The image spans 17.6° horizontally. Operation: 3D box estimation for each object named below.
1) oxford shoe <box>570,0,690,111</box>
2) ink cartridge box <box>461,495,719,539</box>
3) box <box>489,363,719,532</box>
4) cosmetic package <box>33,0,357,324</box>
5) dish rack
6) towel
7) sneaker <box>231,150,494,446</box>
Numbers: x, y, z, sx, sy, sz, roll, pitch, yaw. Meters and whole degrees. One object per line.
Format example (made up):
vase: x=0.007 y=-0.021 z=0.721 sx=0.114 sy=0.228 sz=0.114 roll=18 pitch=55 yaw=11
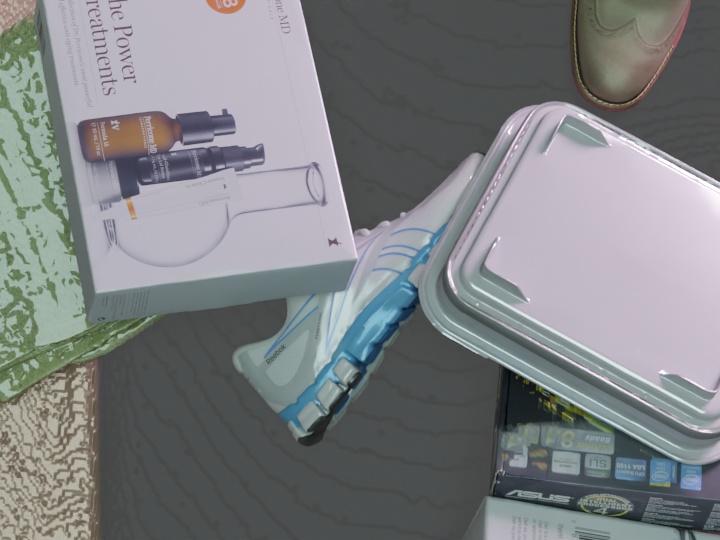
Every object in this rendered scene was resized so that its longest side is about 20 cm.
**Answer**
oxford shoe: x=0.170 y=-0.193 z=1.364 sx=0.070 sy=0.075 sz=0.200 roll=15 pitch=88 yaw=0
ink cartridge box: x=0.153 y=0.221 z=1.297 sx=0.199 sy=0.084 sz=0.146 roll=11 pitch=55 yaw=-7
box: x=0.178 y=0.067 z=1.337 sx=0.199 sy=0.049 sz=0.162 roll=7 pitch=61 yaw=1
cosmetic package: x=-0.096 y=-0.078 z=1.330 sx=0.150 sy=0.052 sz=0.200 roll=-7 pitch=68 yaw=-15
dish rack: x=0.150 y=-0.003 z=1.308 sx=0.200 sy=0.044 sz=0.172 roll=29 pitch=60 yaw=2
towel: x=-0.201 y=-0.037 z=1.381 sx=0.148 sy=0.036 sz=0.200 roll=-26 pitch=88 yaw=0
sneaker: x=0.000 y=0.000 z=1.362 sx=0.087 sy=0.075 sz=0.200 roll=39 pitch=86 yaw=11
